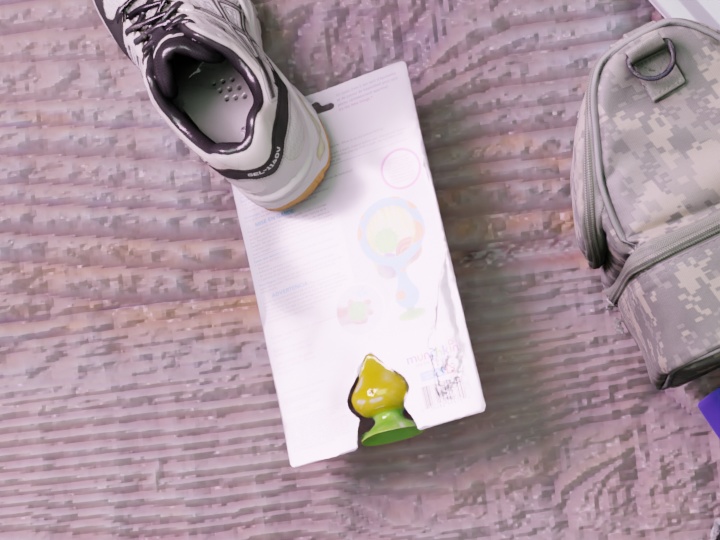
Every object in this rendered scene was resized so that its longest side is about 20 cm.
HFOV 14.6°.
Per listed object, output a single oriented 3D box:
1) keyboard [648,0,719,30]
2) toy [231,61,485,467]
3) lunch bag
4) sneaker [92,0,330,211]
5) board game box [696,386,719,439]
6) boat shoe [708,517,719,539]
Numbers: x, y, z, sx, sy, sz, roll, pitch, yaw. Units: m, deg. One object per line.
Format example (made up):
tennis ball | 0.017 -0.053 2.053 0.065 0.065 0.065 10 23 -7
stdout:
keyboard | 0.165 -0.186 1.563 0.056 0.011 0.200 -40 80 -3
toy | 0.000 0.000 1.539 0.115 0.047 0.201 -18 70 18
lunch bag | 0.176 -0.039 1.450 0.139 0.200 0.168 -25 84 2
sneaker | -0.091 -0.123 1.536 0.076 0.088 0.200 -45 63 7
board game box | 0.281 0.119 1.450 0.134 0.045 0.200 -25 77 -41
boat shoe | 0.212 0.148 1.485 0.068 0.074 0.200 -22 74 24
